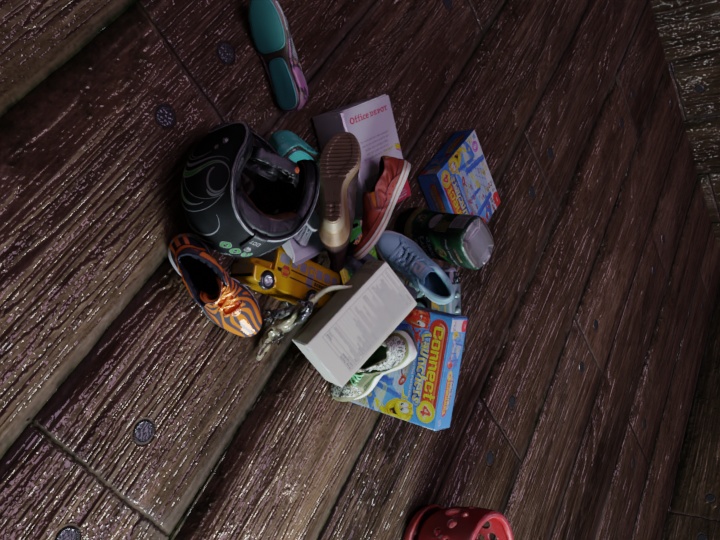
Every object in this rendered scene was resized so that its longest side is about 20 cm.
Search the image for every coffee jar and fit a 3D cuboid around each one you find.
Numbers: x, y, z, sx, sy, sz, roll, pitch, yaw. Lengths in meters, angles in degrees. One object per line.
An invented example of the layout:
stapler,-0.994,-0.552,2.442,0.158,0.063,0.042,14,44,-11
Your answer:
coffee jar,0.166,-0.068,1.431,0.086,0.199,0.105,-51,127,-19

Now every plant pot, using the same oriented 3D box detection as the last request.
plant pot,0.196,0.584,1.462,0.199,0.181,0.204,1,89,-48

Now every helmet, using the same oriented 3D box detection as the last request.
helmet,-0.172,-0.120,1.047,0.198,0.189,0.204,-3,94,-38

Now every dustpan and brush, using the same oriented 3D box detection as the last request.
dustpan and brush,-0.123,-0.118,1.192,0.201,0.057,0.139,53,24,2

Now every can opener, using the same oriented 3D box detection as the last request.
can opener,0.044,0.009,1.348,0.199,0.066,0.054,36,62,-50

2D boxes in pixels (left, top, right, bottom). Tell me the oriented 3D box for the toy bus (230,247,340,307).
toy bus,-0.123,0.013,1.194,0.199,0.064,0.080,26,70,-46

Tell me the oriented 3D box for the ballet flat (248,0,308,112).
ballet flat,-0.135,-0.372,1.199,0.071,0.068,0.203,-58,136,-56

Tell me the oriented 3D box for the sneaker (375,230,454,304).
sneaker,0.112,-0.011,1.396,0.199,0.082,0.074,38,84,-4

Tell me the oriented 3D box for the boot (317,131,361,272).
boot,-0.039,-0.118,1.235,0.167,0.071,0.203,89,8,-64

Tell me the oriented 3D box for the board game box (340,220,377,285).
board game box,0.000,0.000,1.367,0.095,0.030,0.203,-30,114,-46

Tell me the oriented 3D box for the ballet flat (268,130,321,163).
ballet flat,-0.101,-0.193,1.214,0.071,0.067,0.200,54,9,18

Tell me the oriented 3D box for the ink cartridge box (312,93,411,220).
ink cartridge box,0.006,-0.212,1.334,0.147,0.085,0.203,-31,112,-44

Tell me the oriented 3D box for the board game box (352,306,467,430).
board game box,0.084,0.165,1.297,0.056,0.194,0.204,7,93,-53

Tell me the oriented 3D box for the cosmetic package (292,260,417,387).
cosmetic package,-0.009,0.087,1.206,0.200,0.071,0.106,-44,110,-19

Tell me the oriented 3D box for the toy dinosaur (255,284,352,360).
toy dinosaur,-0.105,0.070,1.146,0.048,0.199,0.088,55,3,13

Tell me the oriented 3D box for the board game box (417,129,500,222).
board game box,0.229,-0.183,1.616,0.196,0.055,0.202,-50,125,-38

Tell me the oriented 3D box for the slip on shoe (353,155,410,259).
slip on shoe,0.027,-0.113,1.259,0.060,0.074,0.203,24,80,-8

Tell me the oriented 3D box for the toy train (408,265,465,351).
toy train,0.165,0.087,1.490,0.085,0.113,0.204,-1,90,-49

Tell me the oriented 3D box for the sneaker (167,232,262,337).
sneaker,-0.211,0.041,1.045,0.077,0.112,0.201,-41,118,-3

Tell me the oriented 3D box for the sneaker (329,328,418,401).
sneaker,0.004,0.168,1.256,0.088,0.199,0.078,7,49,-54
